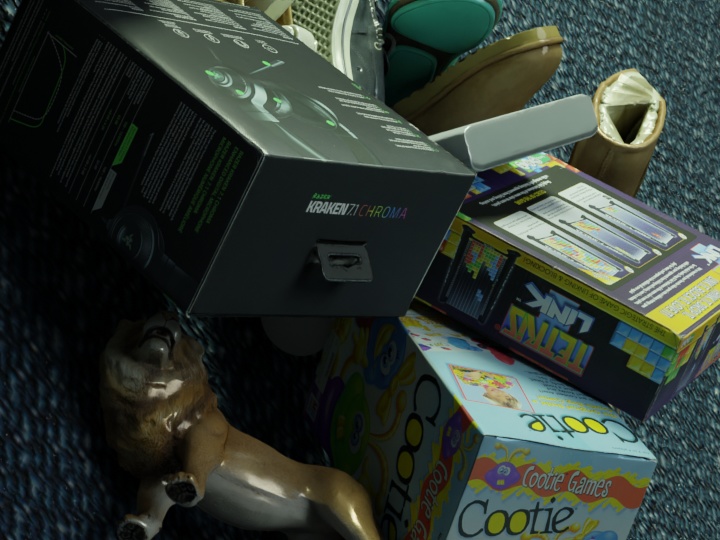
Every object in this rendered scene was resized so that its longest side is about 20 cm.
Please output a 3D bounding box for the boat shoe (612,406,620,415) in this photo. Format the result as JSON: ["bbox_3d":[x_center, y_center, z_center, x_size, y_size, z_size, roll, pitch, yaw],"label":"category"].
[{"bbox_3d":[0.114,0.147,1.380,0.074,0.076,0.201,12,77,-38],"label":"boat shoe"}]

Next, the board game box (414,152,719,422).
[{"bbox_3d":[0.126,0.003,1.212,0.165,0.057,0.200,30,21,17],"label":"board game box"}]

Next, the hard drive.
[{"bbox_3d":[0.019,-0.058,1.235,0.132,0.200,0.027,-20,94,-51],"label":"hard drive"}]

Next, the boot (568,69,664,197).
[{"bbox_3d":[0.169,-0.055,1.527,0.066,0.200,0.175,15,37,0],"label":"boot"}]

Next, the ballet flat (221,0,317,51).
[{"bbox_3d":[-0.060,-0.155,1.349,0.069,0.063,0.201,21,51,-54],"label":"ballet flat"}]

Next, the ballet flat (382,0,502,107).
[{"bbox_3d":[0.048,-0.172,1.442,0.067,0.200,0.071,18,69,-9],"label":"ballet flat"}]

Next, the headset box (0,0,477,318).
[{"bbox_3d":[-0.064,-0.059,1.102,0.200,0.093,0.174,39,22,31],"label":"headset box"}]

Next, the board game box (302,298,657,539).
[{"bbox_3d":[0.057,0.089,1.153,0.105,0.103,0.200,10,21,-24],"label":"board game box"}]

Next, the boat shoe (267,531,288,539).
[{"bbox_3d":[0.026,0.180,1.216,0.199,0.073,0.068,34,43,-43],"label":"boat shoe"}]

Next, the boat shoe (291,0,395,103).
[{"bbox_3d":[-0.018,-0.144,1.409,0.062,0.074,0.201,32,48,-50],"label":"boat shoe"}]

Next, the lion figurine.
[{"bbox_3d":[-0.054,0.108,1.092,0.200,0.072,0.123,37,26,-14],"label":"lion figurine"}]

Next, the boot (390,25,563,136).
[{"bbox_3d":[0.103,-0.040,1.432,0.066,0.175,0.201,-18,80,-51],"label":"boot"}]

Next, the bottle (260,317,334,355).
[{"bbox_3d":[0.000,0.000,1.324,0.200,0.065,0.084,-35,110,-63],"label":"bottle"}]
